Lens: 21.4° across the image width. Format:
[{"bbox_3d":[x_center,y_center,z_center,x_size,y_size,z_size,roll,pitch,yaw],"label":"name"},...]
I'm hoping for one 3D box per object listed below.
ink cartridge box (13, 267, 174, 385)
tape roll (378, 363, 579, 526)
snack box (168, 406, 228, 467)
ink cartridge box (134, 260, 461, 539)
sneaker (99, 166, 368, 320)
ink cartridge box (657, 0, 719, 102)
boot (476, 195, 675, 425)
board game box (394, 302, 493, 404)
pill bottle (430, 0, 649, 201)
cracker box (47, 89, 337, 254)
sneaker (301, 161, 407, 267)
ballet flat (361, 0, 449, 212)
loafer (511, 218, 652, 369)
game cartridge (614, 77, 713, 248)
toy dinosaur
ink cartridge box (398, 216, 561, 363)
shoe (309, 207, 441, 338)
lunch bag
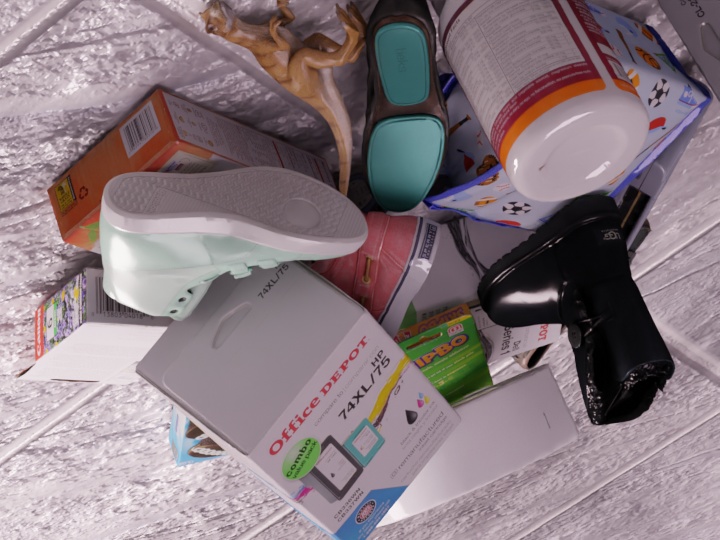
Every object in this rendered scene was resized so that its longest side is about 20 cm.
[{"bbox_3d":[-0.211,0.050,1.586,0.109,0.051,0.200,5,162,-26],"label":"ink cartridge box"},{"bbox_3d":[0.089,0.152,1.668,0.202,0.071,0.202,-24,176,-2],"label":"tape roll"},{"bbox_3d":[-0.081,0.124,1.826,0.199,0.037,0.116,-12,147,-19],"label":"snack box"},{"bbox_3d":[-0.047,0.098,1.515,0.147,0.146,0.200,-51,142,-7],"label":"ink cartridge box"},{"bbox_3d":[-0.100,-0.015,1.442,0.200,0.074,0.118,4,136,-11],"label":"sneaker"},{"bbox_3d":[0.341,-0.154,1.586,0.083,0.146,0.200,-32,148,11],"label":"ink cartridge box"},{"bbox_3d":[0.176,0.054,1.585,0.076,0.169,0.200,-2,155,-28],"label":"boot"},{"bbox_3d":[0.067,0.090,1.721,0.095,0.030,0.200,-23,155,-1],"label":"board game box"},{"bbox_3d":[0.122,-0.157,1.382,0.109,0.200,0.110,-17,148,-11],"label":"pill bottle"},{"bbox_3d":[-0.128,-0.057,1.504,0.134,0.058,0.200,-38,145,25],"label":"cracker box"},{"bbox_3d":[-0.041,-0.010,1.623,0.200,0.075,0.087,-30,153,11],"label":"sneaker"},{"bbox_3d":[0.036,-0.136,1.455,0.068,0.069,0.200,2,136,-1],"label":"ballet flat"},{"bbox_3d":[0.214,0.020,1.842,0.072,0.063,0.200,9,136,-47],"label":"loafer"},{"bbox_3d":[0.249,-0.074,1.681,0.040,0.134,0.200,27,143,5],"label":"game cartridge"},{"bbox_3d":[-0.037,-0.148,1.418,0.106,0.060,0.200,-36,120,16],"label":"toy dinosaur"},{"bbox_3d":[0.086,0.026,1.747,0.199,0.084,0.146,-17,149,-10],"label":"ink cartridge box"},{"bbox_3d":[0.000,0.000,1.552,0.091,0.072,0.200,18,156,-4],"label":"shoe"},{"bbox_3d":[0.148,-0.119,1.537,0.170,0.124,0.200,11,127,-46],"label":"lunch bag"}]
